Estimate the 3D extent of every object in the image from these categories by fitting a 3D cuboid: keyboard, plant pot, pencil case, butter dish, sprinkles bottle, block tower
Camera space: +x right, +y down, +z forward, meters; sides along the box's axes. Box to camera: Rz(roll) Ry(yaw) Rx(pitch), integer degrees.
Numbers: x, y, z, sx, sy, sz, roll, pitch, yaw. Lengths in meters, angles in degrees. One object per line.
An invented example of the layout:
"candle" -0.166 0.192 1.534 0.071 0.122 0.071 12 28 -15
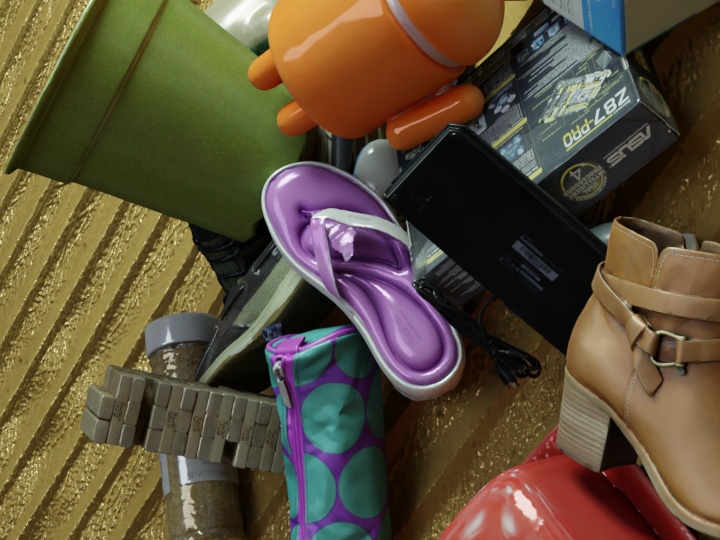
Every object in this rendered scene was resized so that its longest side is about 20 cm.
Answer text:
"keyboard" 0.098 0.005 0.921 0.127 0.200 0.021 -45 9 32
"plant pot" -0.140 -0.118 1.082 0.201 0.189 0.200 -57 13 21
"pencil case" -0.024 0.140 1.049 0.085 0.092 0.203 1 99 48
"butter dish" 0.104 0.214 0.895 0.201 0.147 0.200 -55 48 23
"sprinkles bottle" -0.142 0.140 1.220 0.068 0.068 0.202 -26 64 39
"block tower" -0.108 0.118 1.092 0.058 0.198 0.055 -164 87 -68

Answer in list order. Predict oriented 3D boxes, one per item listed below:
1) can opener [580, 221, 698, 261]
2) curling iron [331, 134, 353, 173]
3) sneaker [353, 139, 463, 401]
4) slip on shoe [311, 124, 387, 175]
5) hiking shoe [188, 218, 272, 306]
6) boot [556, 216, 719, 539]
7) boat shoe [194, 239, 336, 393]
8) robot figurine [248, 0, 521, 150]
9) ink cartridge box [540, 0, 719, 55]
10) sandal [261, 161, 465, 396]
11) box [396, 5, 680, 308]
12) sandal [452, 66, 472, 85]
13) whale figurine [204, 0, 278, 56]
"can opener" 0.135 -0.020 0.963 0.199 0.067 0.054 8 57 43
"curling iron" -0.017 -0.157 1.085 0.049 0.025 0.203 -4 89 38
"sneaker" 0.041 -0.006 1.056 0.072 0.071 0.202 -31 66 54
"slip on shoe" -0.017 -0.084 1.136 0.060 0.076 0.203 -12 81 36
"hiking shoe" -0.107 -0.013 1.191 0.075 0.100 0.203 -12 73 44
"boot" 0.212 0.064 0.840 0.199 0.076 0.157 26 111 40
"boat shoe" -0.073 0.031 1.117 0.201 0.071 0.066 -49 53 36
"robot figurine" 0.017 -0.167 0.982 0.199 0.116 0.145 -30 58 30
"ink cartridge box" 0.153 -0.237 0.953 0.200 0.115 0.068 44 157 41
"sandal" 0.006 -0.005 0.997 0.082 0.050 0.203 -38 73 -8
"box" 0.112 -0.092 0.974 0.200 0.049 0.162 -40 33 26
"sandal" 0.048 -0.212 1.114 0.076 0.043 0.203 -8 76 45
"whale figurine" -0.057 -0.206 1.193 0.199 0.104 0.159 -37 18 11
